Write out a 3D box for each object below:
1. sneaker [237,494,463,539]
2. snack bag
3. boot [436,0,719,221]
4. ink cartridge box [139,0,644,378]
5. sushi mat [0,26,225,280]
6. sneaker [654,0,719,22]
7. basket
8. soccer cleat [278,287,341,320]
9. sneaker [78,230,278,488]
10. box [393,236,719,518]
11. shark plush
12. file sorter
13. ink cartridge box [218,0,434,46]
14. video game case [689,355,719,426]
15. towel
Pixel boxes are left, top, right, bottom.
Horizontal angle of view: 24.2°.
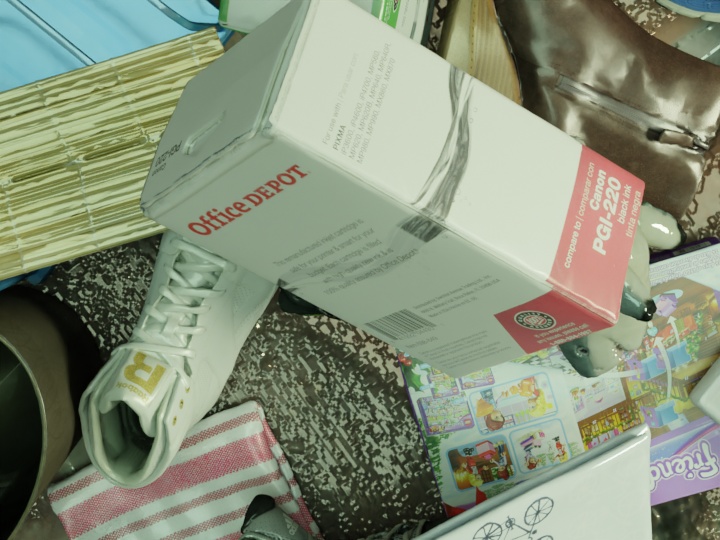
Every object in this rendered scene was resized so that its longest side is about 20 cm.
[{"bbox_3d":[-0.010,0.164,0.962,0.200,0.075,0.116,-38,88,16],"label":"sneaker"},{"bbox_3d":[0.089,0.198,0.930,0.188,0.021,0.201,-24,128,-21],"label":"snack bag"},{"bbox_3d":[0.131,-0.136,0.953,0.165,0.072,0.201,14,98,-9],"label":"boot"},{"bbox_3d":[0.014,-0.035,0.815,0.199,0.145,0.085,27,64,-23],"label":"ink cartridge box"},{"bbox_3d":[-0.152,-0.055,0.884,0.199,0.012,0.096,-16,100,3],"label":"sushi mat"},{"bbox_3d":[0.228,-0.171,0.906,0.199,0.089,0.079,23,69,-2],"label":"sneaker"},{"bbox_3d":[-0.221,0.080,0.934,0.136,0.200,0.180,44,102,-3],"label":"basket"},{"bbox_3d":[0.000,0.000,0.969,0.199,0.067,0.081,30,115,16],"label":"soccer cleat"},{"bbox_3d":[-0.096,0.031,0.926,0.073,0.116,0.201,22,122,6],"label":"sneaker"},{"bbox_3d":[0.132,0.074,0.983,0.199,0.039,0.138,-16,95,7],"label":"box"},{"bbox_3d":[0.089,-0.026,0.908,0.200,0.091,0.083,41,130,-20],"label":"shark plush"},{"bbox_3d":[-0.192,-0.104,0.948,0.139,0.123,0.200,39,100,0],"label":"file sorter"},{"bbox_3d":[-0.004,-0.190,0.880,0.083,0.200,0.147,10,98,8],"label":"ink cartridge box"},{"bbox_3d":[0.317,0.064,0.951,0.200,0.023,0.182,39,90,-6],"label":"video game case"},{"bbox_3d":[-0.088,0.194,1.026,0.146,0.030,0.201,-24,95,7],"label":"towel"}]
